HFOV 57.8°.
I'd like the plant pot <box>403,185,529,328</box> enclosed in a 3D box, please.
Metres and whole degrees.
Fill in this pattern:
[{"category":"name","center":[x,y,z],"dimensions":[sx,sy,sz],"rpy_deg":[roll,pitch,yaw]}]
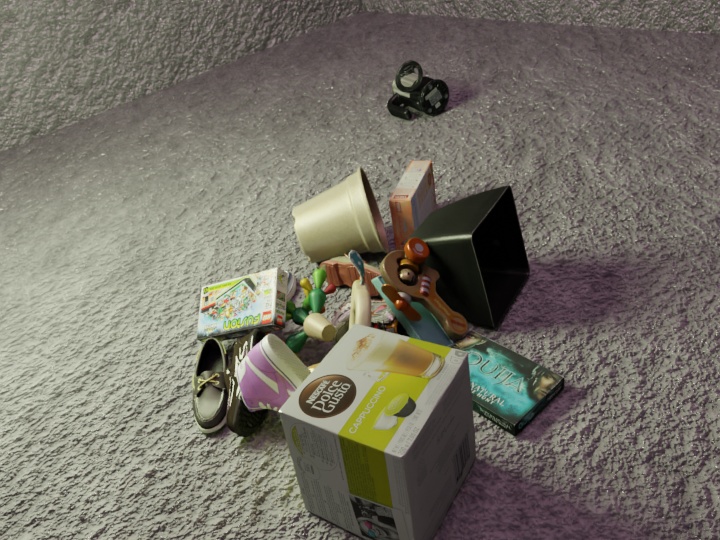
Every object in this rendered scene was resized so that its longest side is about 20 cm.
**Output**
[{"category":"plant pot","center":[0.202,-0.030,1.282],"dimensions":[0.175,0.202,0.200],"rpy_deg":[2,33,38]}]

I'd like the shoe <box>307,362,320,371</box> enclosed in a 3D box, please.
[{"category":"shoe","center":[-0.021,0.194,1.105],"dimensions":[0.196,0.071,0.054],"rpy_deg":[-6,24,4]}]

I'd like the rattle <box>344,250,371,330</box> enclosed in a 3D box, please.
[{"category":"rattle","center":[0.039,0.065,1.158],"dimensions":[0.140,0.131,0.204],"rpy_deg":[-2,61,9]}]

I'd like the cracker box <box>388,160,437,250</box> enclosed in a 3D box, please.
[{"category":"cracker box","center":[0.126,-0.154,1.530],"dimensions":[0.057,0.136,0.201],"rpy_deg":[3,34,20]}]

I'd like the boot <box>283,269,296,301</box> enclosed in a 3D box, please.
[{"category":"boot","center":[-0.195,0.037,1.376],"dimensions":[0.071,0.092,0.201],"rpy_deg":[2,35,18]}]

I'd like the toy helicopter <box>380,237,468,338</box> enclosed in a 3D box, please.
[{"category":"toy helicopter","center":[0.113,0.048,1.178],"dimensions":[0.200,0.079,0.132],"rpy_deg":[45,47,6]}]

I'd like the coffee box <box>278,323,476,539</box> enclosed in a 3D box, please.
[{"category":"coffee box","center":[0.032,0.230,0.914],"dimensions":[0.195,0.203,0.200],"rpy_deg":[12,38,31]}]

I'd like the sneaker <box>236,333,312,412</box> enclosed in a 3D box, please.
[{"category":"sneaker","center":[-0.120,0.213,1.068],"dimensions":[0.114,0.201,0.073],"rpy_deg":[-42,-3,14]}]

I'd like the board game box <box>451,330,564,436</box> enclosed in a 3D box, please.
[{"category":"board game box","center":[0.220,0.181,1.094],"dimensions":[0.134,0.029,0.199],"rpy_deg":[-33,39,-29]}]

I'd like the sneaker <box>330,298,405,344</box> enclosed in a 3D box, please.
[{"category":"sneaker","center":[0.034,0.095,1.233],"dimensions":[0.196,0.079,0.082],"rpy_deg":[-18,34,-11]}]

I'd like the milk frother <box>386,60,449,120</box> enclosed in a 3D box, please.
[{"category":"milk frother","center":[0.168,-0.623,2.173],"dimensions":[0.178,0.203,0.188],"rpy_deg":[-28,36,-18]}]

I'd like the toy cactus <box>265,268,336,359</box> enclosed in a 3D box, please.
[{"category":"toy cactus","center":[-0.097,0.100,1.213],"dimensions":[0.201,0.102,0.164],"rpy_deg":[-54,35,-12]}]

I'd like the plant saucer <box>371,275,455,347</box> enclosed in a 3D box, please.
[{"category":"plant saucer","center":[0.099,0.077,1.207],"dimensions":[0.069,0.019,0.201],"rpy_deg":[-19,60,-28]}]

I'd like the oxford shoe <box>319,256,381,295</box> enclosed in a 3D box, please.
[{"category":"oxford shoe","center":[0.000,0.000,1.387],"dimensions":[0.198,0.072,0.073],"rpy_deg":[17,36,42]}]

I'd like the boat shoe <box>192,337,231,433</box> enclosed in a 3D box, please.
[{"category":"boat shoe","center":[-0.271,0.203,1.175],"dimensions":[0.070,0.061,0.202],"rpy_deg":[-13,33,-2]}]

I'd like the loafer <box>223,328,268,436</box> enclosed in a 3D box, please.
[{"category":"loafer","center":[-0.202,0.201,1.142],"dimensions":[0.070,0.073,0.202],"rpy_deg":[-21,41,25]}]

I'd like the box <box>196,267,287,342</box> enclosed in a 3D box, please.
[{"category":"box","center":[-0.226,0.069,1.245],"dimensions":[0.197,0.035,0.112],"rpy_deg":[-14,64,31]}]

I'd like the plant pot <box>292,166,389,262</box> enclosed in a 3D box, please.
[{"category":"plant pot","center":[-0.050,-0.108,1.487],"dimensions":[0.180,0.203,0.202],"rpy_deg":[-19,31,9]}]
